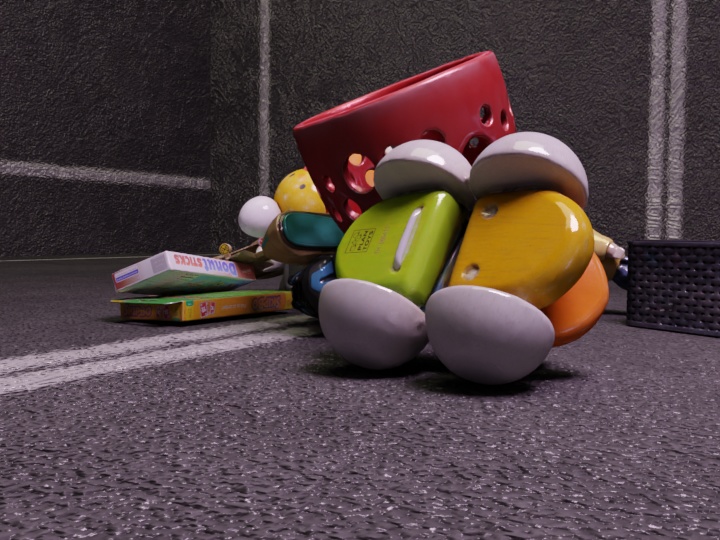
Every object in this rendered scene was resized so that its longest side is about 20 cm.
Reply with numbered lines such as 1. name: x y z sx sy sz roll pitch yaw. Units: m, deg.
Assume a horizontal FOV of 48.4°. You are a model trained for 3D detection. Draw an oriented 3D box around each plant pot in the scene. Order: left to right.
1. plant pot: 0.057 -0.088 0.760 0.200 0.183 0.200 -18 15 5

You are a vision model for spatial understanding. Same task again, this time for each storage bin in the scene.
1. storage bin: 0.385 0.015 0.814 0.135 0.094 0.200 -1 2 -32

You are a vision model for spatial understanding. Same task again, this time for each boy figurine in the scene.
1. boy figurine: 0.293 -0.022 0.988 0.200 0.065 0.124 35 -1 18

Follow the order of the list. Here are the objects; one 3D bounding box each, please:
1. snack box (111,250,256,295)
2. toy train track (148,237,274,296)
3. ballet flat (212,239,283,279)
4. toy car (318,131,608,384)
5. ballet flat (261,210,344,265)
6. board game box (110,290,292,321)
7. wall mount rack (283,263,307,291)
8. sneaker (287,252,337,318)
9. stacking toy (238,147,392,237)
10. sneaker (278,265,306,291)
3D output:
1. snack box: -0.196 0.008 0.926 0.072 0.024 0.200 -22 -11 16
2. toy train track: -0.182 -0.008 1.027 0.199 0.033 0.115 -22 -11 10
3. ballet flat: -0.165 -0.010 1.246 0.199 0.071 0.065 -23 11 13
4. toy car: 0.080 0.005 0.580 0.199 0.176 0.150 2 -31 36
5. ballet flat: -0.019 -0.031 0.891 0.199 0.069 0.063 7 -28 -33
6. board game box: -0.174 0.038 0.901 0.095 0.030 0.200 0 -1 33
7. wall mount rack: 0.000 0.000 1.019 0.173 0.075 0.200 4 -8 -19
8. sneaker: -0.038 0.027 0.816 0.082 0.074 0.200 -2 -8 8
9. stacking toy: -0.053 -0.081 0.976 0.199 0.147 0.146 -20 12 -27
10. sneaker: -0.078 -0.054 1.128 0.082 0.201 0.077 37 -24 -31
